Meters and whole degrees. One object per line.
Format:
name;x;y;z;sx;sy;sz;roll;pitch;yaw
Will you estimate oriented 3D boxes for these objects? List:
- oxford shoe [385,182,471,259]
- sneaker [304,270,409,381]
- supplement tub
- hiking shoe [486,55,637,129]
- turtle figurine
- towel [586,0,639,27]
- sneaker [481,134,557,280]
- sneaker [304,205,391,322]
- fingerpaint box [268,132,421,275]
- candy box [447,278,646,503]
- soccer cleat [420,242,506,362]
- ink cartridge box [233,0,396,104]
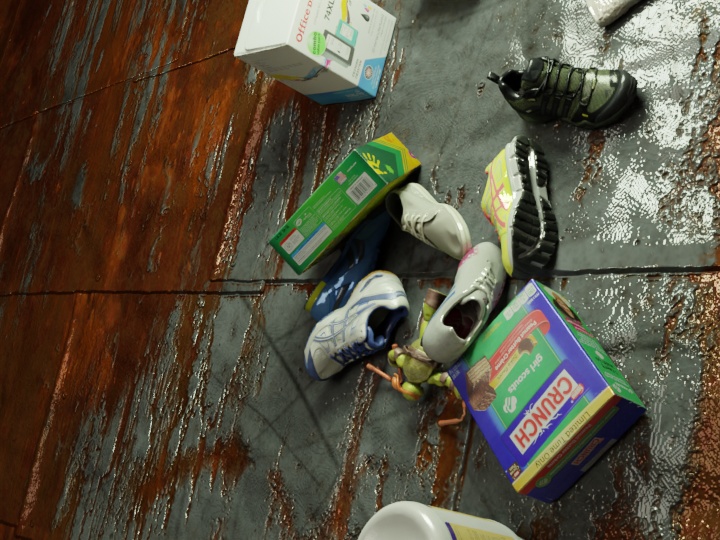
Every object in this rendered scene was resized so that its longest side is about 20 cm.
oxford shoe;0.093;-0.065;1.457;0.200;0.058;0.075;-135;36;-53
sneaker;-0.008;0.093;1.498;0.200;0.075;0.088;-52;36;18
supplement tub;0.103;0.345;1.167;0.145;0.200;0.146;-23;56;40
hiking shoe;0.256;-0.232;1.340;0.200;0.100;0.076;3;76;48
turtle figurine;0.085;0.108;1.401;0.200;0.064;0.162;24;91;50
towel;0.346;-0.433;1.386;0.132;0.034;0.201;-33;51;35
sneaker;0.199;-0.072;1.361;0.090;0.078;0.201;-30;46;46
sneaker;0.000;0.000;1.560;0.078;0.066;0.200;33;88;14
fingerpaint box;-0.022;-0.102;1.536;0.073;0.167;0.200;47;116;3
candy box;0.214;0.142;1.233;0.169;0.077;0.200;-50;43;21
soccer cleat;0.147;0.034;1.316;0.200;0.070;0.086;-57;8;-33
ink cartridge box;-0.074;-0.381;1.696;0.146;0.200;0.147;4;76;48
